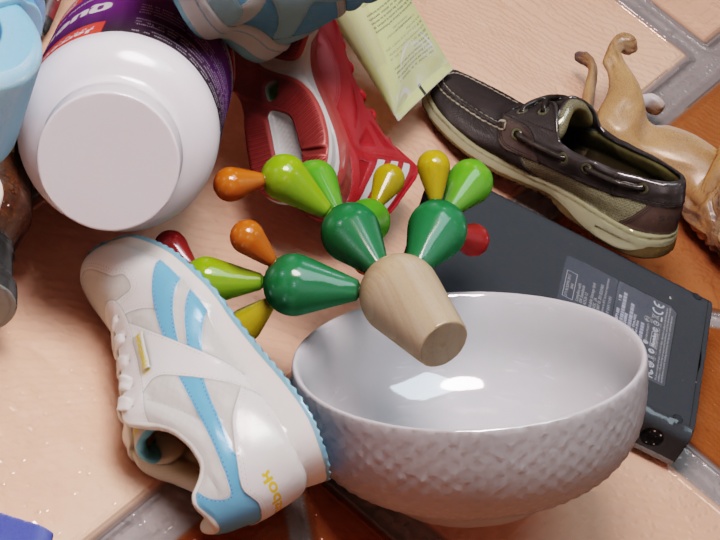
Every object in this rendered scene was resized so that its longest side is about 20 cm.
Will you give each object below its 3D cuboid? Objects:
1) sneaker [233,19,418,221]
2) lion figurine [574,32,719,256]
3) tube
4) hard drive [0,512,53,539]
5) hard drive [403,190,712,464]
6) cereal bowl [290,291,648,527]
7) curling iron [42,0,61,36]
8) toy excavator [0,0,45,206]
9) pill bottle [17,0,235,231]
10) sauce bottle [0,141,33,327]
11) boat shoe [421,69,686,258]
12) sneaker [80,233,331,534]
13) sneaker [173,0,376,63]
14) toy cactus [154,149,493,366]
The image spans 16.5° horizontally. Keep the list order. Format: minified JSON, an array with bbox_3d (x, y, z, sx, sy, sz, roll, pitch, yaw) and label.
[{"bbox_3d":[-0.026,-0.106,1.536,0.115,0.078,0.201,36,41,-48],"label":"sneaker"},{"bbox_3d":[0.214,-0.078,1.690,0.199,0.073,0.123,24,50,15],"label":"lion figurine"},{"bbox_3d":[-0.012,-0.195,1.585,0.201,0.058,0.052,56,-6,-12],"label":"tube"},{"bbox_3d":[-0.219,0.183,1.148,0.131,0.025,0.201,19,40,-14],"label":"hard drive"},{"bbox_3d":[0.119,0.024,1.533,0.199,0.033,0.140,27,39,-6],"label":"hard drive"},{"bbox_3d":[0.061,0.084,1.361,0.198,0.084,0.200,-3,21,1],"label":"cereal bowl"},{"bbox_3d":[-0.178,-0.230,1.561,0.025,0.050,0.201,14,60,10],"label":"curling iron"},{"bbox_3d":[-0.214,-0.079,1.260,0.200,0.100,0.194,43,43,22],"label":"toy excavator"},{"bbox_3d":[-0.131,-0.092,1.392,0.112,0.113,0.200,24,18,-8],"label":"pill bottle"},{"bbox_3d":[-0.214,-0.052,1.375,0.066,0.066,0.201,14,41,-20],"label":"sauce bottle"},{"bbox_3d":[0.130,-0.084,1.615,0.199,0.065,0.073,33,32,20],"label":"boat shoe"},{"bbox_3d":[-0.101,0.056,1.322,0.080,0.077,0.200,-31,52,-18],"label":"sneaker"},{"bbox_3d":[-0.040,-0.184,1.392,0.080,0.130,0.200,66,11,7],"label":"sneaker"},{"bbox_3d":[0.000,0.000,1.379,0.199,0.103,0.165,-11,41,-29],"label":"toy cactus"}]
